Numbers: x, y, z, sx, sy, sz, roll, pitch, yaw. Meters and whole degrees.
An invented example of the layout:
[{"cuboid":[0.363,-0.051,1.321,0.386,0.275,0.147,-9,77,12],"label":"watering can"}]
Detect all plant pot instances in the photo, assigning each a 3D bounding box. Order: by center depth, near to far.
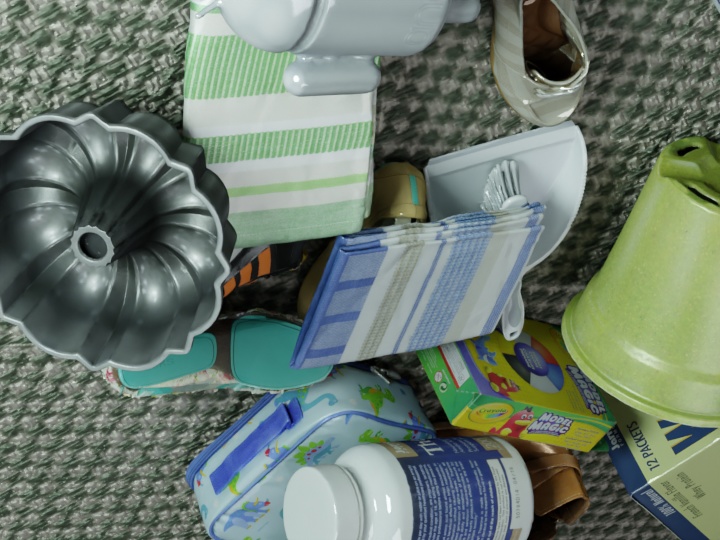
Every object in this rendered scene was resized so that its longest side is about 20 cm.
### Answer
[{"cuboid":[0.287,-0.003,1.825,0.199,0.201,0.185,-4,128,-25],"label":"plant pot"}]

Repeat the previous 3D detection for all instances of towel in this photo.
[{"cuboid":[-0.057,-0.111,1.564,0.152,0.023,0.201,-7,122,-20],"label":"towel"},{"cuboid":[0.046,0.012,1.721,0.199,0.024,0.147,-10,139,-31],"label":"towel"}]

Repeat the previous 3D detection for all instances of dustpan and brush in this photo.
[{"cuboid":[0.121,-0.021,1.793,0.139,0.057,0.201,-16,143,-12],"label":"dustpan and brush"}]

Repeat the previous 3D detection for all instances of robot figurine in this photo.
[{"cuboid":[-0.016,-0.201,1.452,0.199,0.113,0.171,-2,98,-28],"label":"robot figurine"}]

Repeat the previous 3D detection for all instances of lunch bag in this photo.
[{"cuboid":[-0.045,0.163,1.905,0.160,0.083,0.200,17,127,-45],"label":"lunch bag"}]

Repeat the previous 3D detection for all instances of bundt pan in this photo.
[{"cuboid":[-0.176,-0.034,1.538,0.200,0.076,0.203,8,120,14],"label":"bundt pan"}]

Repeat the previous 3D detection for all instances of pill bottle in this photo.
[{"cuboid":[0.039,0.199,1.837,0.199,0.111,0.111,-1,138,-35],"label":"pill bottle"}]

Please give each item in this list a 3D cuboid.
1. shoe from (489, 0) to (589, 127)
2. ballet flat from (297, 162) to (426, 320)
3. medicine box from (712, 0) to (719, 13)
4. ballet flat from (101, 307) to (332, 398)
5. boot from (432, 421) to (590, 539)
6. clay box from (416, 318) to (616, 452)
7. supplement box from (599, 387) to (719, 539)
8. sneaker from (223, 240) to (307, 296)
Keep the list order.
[{"cuboid":[0.133,-0.166,1.629,0.070,0.054,0.200,-23,143,-2],"label":"shoe"},{"cuboid":[0.000,0.000,1.748,0.068,0.063,0.201,3,135,-23],"label":"ballet flat"},{"cuboid":[0.356,-0.209,1.580,0.102,0.201,0.183,-11,142,-17],"label":"medicine box"},{"cuboid":[-0.120,0.063,1.763,0.199,0.064,0.076,1,101,-25],"label":"ballet flat"},{"cuboid":[0.115,0.202,1.983,0.200,0.156,0.077,-38,142,17],"label":"boot"},{"cuboid":[0.141,0.093,1.899,0.199,0.115,0.048,13,129,-40],"label":"clay box"},{"cuboid":[0.346,0.141,2.057,0.199,0.135,0.200,-34,142,12],"label":"supplement box"},{"cuboid":[-0.088,-0.009,1.675,0.090,0.070,0.200,25,120,-35],"label":"sneaker"}]
